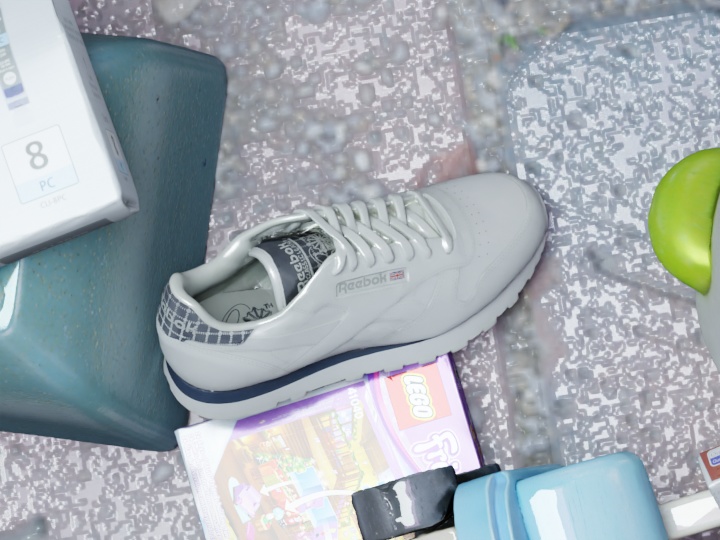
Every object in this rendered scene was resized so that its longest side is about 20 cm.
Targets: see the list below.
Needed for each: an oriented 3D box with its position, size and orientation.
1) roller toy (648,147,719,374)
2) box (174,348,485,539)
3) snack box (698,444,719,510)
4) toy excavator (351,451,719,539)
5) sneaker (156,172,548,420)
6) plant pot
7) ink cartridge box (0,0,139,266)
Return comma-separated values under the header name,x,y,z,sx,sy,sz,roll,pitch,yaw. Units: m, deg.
name,x,y,z,sx,sy,sz,roll,pitch,yaw
roller toy,0.248,-0.013,1.243,0.200,0.140,0.183,-23,67,-16
box,0.006,0.152,1.339,0.137,0.039,0.200,-17,83,5
snack box,0.215,0.135,1.247,0.072,0.200,0.024,-24,41,10
toy excavator,0.122,0.118,1.264,0.200,0.194,0.100,-18,83,19
sneaker,0.000,0.000,1.307,0.200,0.081,0.076,-26,54,-17
plant pot,-0.184,-0.026,1.299,0.195,0.200,0.197,6,86,9
ink cartridge box,-0.200,-0.090,1.180,0.160,0.047,0.200,-21,85,6
